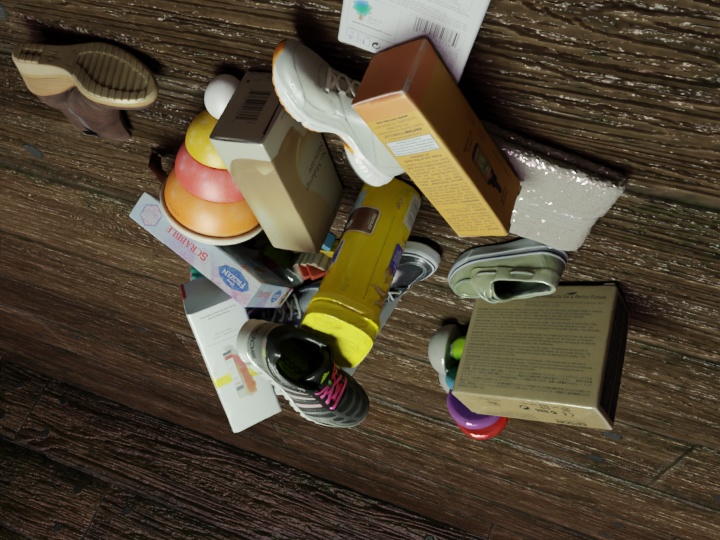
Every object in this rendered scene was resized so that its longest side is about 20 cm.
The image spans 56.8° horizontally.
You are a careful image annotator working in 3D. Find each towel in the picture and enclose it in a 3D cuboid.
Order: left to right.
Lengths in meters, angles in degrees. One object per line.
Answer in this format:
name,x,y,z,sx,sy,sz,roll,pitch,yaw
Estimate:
towel,0.166,-0.090,0.712,0.197,0.035,0.133,21,154,4

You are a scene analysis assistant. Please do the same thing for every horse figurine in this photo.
horse figurine,-0.225,-0.101,0.944,0.198,0.050,0.132,31,179,-9

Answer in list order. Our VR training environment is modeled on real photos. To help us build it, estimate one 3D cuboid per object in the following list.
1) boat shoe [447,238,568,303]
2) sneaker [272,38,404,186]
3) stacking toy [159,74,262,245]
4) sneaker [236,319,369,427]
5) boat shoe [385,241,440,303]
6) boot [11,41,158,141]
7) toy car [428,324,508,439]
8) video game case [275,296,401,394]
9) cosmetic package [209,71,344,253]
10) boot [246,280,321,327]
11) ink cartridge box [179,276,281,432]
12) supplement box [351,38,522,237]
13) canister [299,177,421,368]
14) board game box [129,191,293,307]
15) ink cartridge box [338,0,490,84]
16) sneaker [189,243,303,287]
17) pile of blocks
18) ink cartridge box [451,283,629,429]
boat shoe,0.176,0.008,0.850,0.071,0.063,0.199,33,153,-20
sneaker,-0.001,-0.169,0.673,0.091,0.077,0.199,-14,144,39
stacking toy,-0.166,-0.144,0.805,0.144,0.147,0.201,22,137,0
sneaker,-0.053,0.126,0.781,0.200,0.074,0.087,42,154,-25
boat shoe,0.039,0.015,0.964,0.071,0.069,0.199,35,151,-24
boot,-0.324,-0.218,0.854,0.196,0.074,0.167,17,165,10
toy car,0.193,0.187,1.066,0.172,0.152,0.201,9,151,26
video game case,-0.042,0.114,1.065,0.181,0.201,0.022,-14,124,50
cosmetic package,-0.089,-0.120,0.782,0.070,0.107,0.201,10,152,22
boot,-0.116,0.068,1.107,0.089,0.074,0.199,-4,163,-41
ink cartridge box,-0.199,0.118,1.014,0.145,0.082,0.203,-142,34,-65
supplement box,0.079,-0.114,0.625,0.068,0.067,0.200,-4,143,43
canister,0.000,0.000,0.820,0.085,0.203,0.149,23,154,-3
board game box,-0.201,-0.022,0.943,0.198,0.041,0.200,37,-179,8
ink cartridge box,0.051,-0.242,0.518,0.117,0.043,0.201,21,156,2
sneaker,-0.199,0.021,1.104,0.196,0.122,0.084,16,154,11
pile of blocks,-0.090,-0.023,1.005,0.197,0.063,0.082,5,149,32
ink cartridge box,0.235,0.107,0.870,0.197,0.167,0.075,-2,148,40
